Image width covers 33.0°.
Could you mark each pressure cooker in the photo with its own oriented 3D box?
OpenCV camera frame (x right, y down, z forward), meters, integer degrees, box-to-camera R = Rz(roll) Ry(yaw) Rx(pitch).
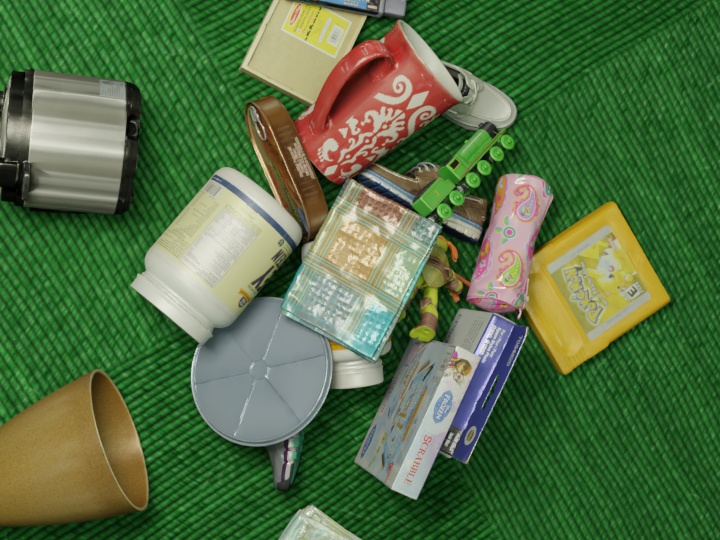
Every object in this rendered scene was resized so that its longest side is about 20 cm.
[{"bbox_3d":[-0.380,-0.163,1.516,0.199,0.176,0.179,5,86,-17],"label":"pressure cooker"}]

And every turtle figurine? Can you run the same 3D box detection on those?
[{"bbox_3d":[0.097,0.013,1.650,0.200,0.064,0.162,43,51,-32],"label":"turtle figurine"}]

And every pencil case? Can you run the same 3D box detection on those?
[{"bbox_3d":[0.210,-0.034,1.698,0.087,0.087,0.201,18,77,-13],"label":"pencil case"}]

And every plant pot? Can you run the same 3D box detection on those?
[{"bbox_3d":[-0.394,0.246,1.531,0.199,0.186,0.187,-20,96,0],"label":"plant pot"}]

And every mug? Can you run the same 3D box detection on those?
[{"bbox_3d":[0.004,-0.227,1.597,0.200,0.134,0.177,-38,126,17],"label":"mug"}]

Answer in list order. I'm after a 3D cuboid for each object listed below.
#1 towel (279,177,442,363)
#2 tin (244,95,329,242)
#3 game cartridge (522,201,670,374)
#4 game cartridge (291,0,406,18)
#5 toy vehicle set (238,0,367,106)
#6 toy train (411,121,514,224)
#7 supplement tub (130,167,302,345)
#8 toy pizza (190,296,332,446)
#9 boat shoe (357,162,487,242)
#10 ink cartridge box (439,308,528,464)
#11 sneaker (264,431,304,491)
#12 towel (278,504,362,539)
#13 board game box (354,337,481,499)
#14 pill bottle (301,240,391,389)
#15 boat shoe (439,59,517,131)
[{"bbox_3d":[0.000,0.000,1.572,0.146,0.022,0.200,27,92,3],"label":"towel"},{"bbox_3d":[-0.098,-0.136,1.616,0.042,0.112,0.200,-24,92,-22],"label":"tin"},{"bbox_3d":[0.330,0.026,1.768,0.200,0.032,0.177,-34,98,-12],"label":"game cartridge"},{"bbox_3d":[-0.028,-0.418,1.644,0.199,0.038,0.130,8,85,-14],"label":"game cartridge"},{"bbox_3d":[-0.067,-0.336,1.666,0.124,0.027,0.200,27,85,-13],"label":"toy vehicle set"},{"bbox_3d":[0.141,-0.136,1.663,0.056,0.042,0.200,44,59,-4],"label":"toy train"},{"bbox_3d":[-0.188,-0.018,1.581,0.145,0.145,0.200,41,82,-11],"label":"supplement tub"},{"bbox_3d":[-0.130,0.134,1.612,0.200,0.032,0.201,-5,73,15],"label":"toy pizza"},{"bbox_3d":[0.088,-0.111,1.692,0.200,0.072,0.073,27,80,-23],"label":"boat shoe"},{"bbox_3d":[0.137,0.149,1.636,0.041,0.200,0.200,27,84,-13],"label":"ink cartridge box"},{"bbox_3d":[-0.119,0.197,1.652,0.087,0.074,0.201,5,83,5],"label":"sneaker"},{"bbox_3d":[-0.062,0.446,1.671,0.171,0.048,0.200,35,83,-11],"label":"towel"},{"bbox_3d":[0.072,0.190,1.621,0.041,0.199,0.200,27,85,-13],"label":"board game box"},{"bbox_3d":[-0.017,0.055,1.643,0.109,0.109,0.201,-7,92,-14],"label":"pill bottle"},{"bbox_3d":[0.133,-0.247,1.696,0.199,0.065,0.074,17,87,-13],"label":"boat shoe"}]
